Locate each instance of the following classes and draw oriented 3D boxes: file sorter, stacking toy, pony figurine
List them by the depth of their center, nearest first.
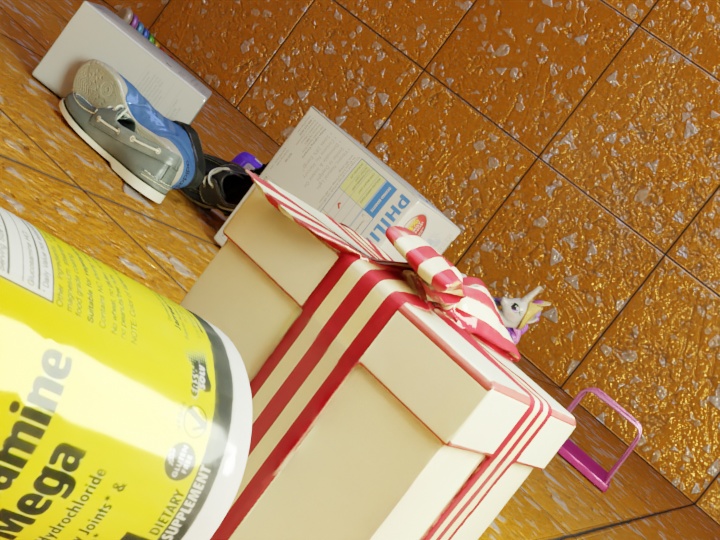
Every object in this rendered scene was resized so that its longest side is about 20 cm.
[{"bbox_3d":[0.143,0.094,1.523,0.196,0.196,0.167,11,22,-5],"label":"pony figurine"},{"bbox_3d":[0.420,0.290,2.005,0.138,0.126,0.200,39,5,14],"label":"file sorter"},{"bbox_3d":[-0.535,-0.560,2.815,0.200,0.086,0.085,40,3,-36],"label":"stacking toy"}]

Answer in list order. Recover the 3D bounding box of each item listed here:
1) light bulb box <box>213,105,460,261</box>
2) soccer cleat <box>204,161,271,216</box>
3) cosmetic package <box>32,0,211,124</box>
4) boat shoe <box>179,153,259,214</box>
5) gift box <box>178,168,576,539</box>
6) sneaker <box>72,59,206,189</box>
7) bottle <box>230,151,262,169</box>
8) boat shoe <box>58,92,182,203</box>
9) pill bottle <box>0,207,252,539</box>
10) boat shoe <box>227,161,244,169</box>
[{"bbox_3d":[-0.028,-0.041,1.303,0.200,0.199,0.124,43,8,32],"label":"light bulb box"},{"bbox_3d":[-0.126,-0.115,1.498,0.196,0.082,0.068,4,29,-5],"label":"soccer cleat"},{"bbox_3d":[-0.314,-0.253,1.526,0.199,0.124,0.199,36,6,-11],"label":"cosmetic package"},{"bbox_3d":[-0.168,-0.110,1.433,0.198,0.072,0.068,28,-18,24],"label":"boat shoe"},{"bbox_3d":[-0.017,0.063,0.588,0.200,0.188,0.184,41,6,22],"label":"gift box"},{"bbox_3d":[-0.270,-0.176,1.403,0.200,0.077,0.111,45,13,17],"label":"sneaker"},{"bbox_3d":[-0.127,-0.097,1.755,0.199,0.065,0.084,41,-21,11],"label":"bottle"},{"bbox_3d":[-0.274,-0.155,1.300,0.200,0.062,0.073,42,7,30],"label":"boat shoe"},{"bbox_3d":[-0.139,0.034,0.386,0.199,0.113,0.112,33,7,-42],"label":"pill bottle"},{"bbox_3d":[-0.134,-0.090,1.663,0.199,0.073,0.067,39,7,26],"label":"boat shoe"}]
